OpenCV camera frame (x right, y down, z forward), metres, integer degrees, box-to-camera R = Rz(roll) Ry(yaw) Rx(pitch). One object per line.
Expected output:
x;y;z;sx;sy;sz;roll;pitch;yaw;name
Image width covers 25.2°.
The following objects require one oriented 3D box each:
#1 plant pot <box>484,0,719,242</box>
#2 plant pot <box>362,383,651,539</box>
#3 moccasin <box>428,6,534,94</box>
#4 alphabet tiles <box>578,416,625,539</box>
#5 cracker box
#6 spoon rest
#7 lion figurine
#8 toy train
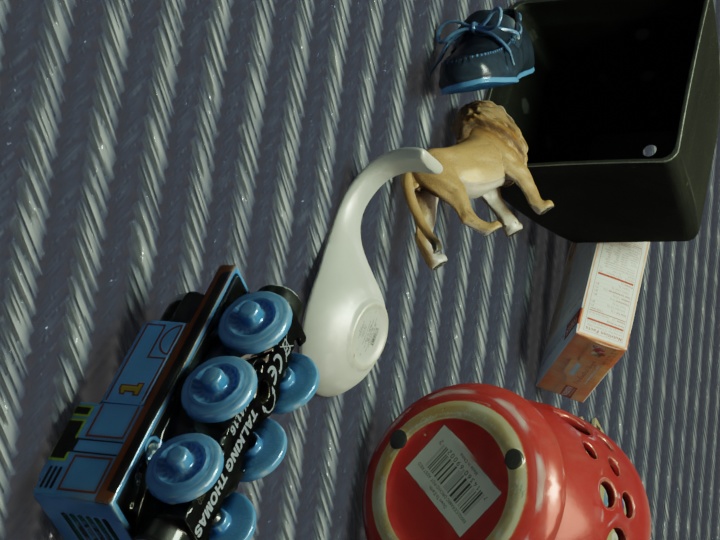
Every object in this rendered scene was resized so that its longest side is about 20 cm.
0.244;-0.131;1.523;0.178;0.199;0.200;51;47;-47;plant pot
0.109;0.197;1.300;0.182;0.199;0.202;28;66;-51;plant pot
0.104;-0.195;1.410;0.200;0.080;0.069;-45;127;-73;moccasin
0.264;0.263;1.749;0.167;0.006;0.200;59;28;-29;alphabet tiles
0.242;0.016;1.631;0.134;0.057;0.201;114;-5;-61;cracker box
0.000;0.000;1.232;0.099;0.060;0.201;36;72;-57;spoon rest
0.087;-0.081;1.366;0.200;0.072;0.123;-20;76;-55;lion figurine
-0.103;0.085;0.950;0.087;0.114;0.201;68;35;-44;toy train
